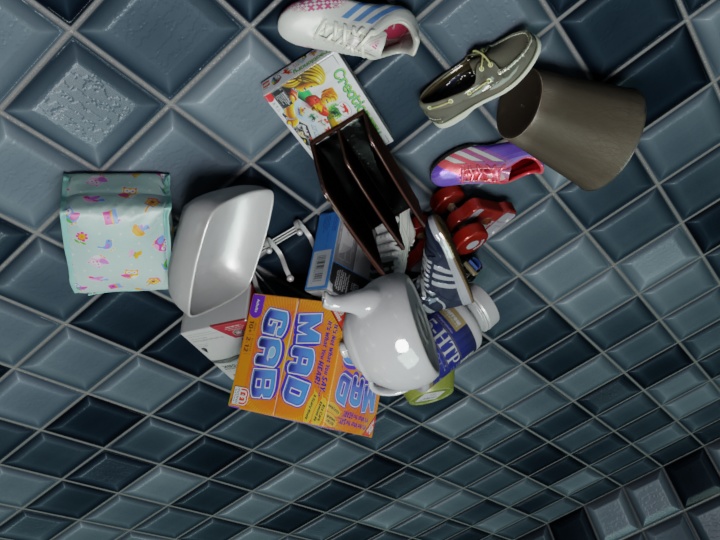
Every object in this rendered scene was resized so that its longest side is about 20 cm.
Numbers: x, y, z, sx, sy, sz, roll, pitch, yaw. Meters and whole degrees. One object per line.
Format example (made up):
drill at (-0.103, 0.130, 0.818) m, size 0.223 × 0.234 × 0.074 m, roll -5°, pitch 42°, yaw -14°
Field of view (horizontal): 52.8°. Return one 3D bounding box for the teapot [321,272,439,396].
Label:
teapot at (0.036, 0.111, 1.167) m, size 0.143 × 0.204 × 0.197 m, roll -20°, pitch 176°, yaw 12°

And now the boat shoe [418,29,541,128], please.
boat shoe at (0.177, -0.293, 1.091) m, size 0.200 × 0.073 × 0.060 m, roll -33°, pitch 143°, yaw 25°

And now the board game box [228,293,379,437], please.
board game box at (-0.085, 0.173, 1.307) m, size 0.196 × 0.205 × 0.199 m, roll 5°, pitch 166°, yaw 27°

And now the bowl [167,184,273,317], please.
bowl at (-0.230, -0.044, 1.155) m, size 0.199 × 0.074 × 0.203 m, roll -32°, pitch 145°, yaw -63°

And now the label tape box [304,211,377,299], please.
label tape box at (0.000, 0.000, 1.304) m, size 0.062 × 0.147 × 0.198 m, roll -7°, pitch 155°, yaw 42°

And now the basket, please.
basket at (0.329, -0.237, 1.167) m, size 0.196 × 0.137 × 0.183 m, roll 12°, pitch 120°, yaw -25°

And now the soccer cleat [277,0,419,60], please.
soccer cleat at (-0.011, -0.324, 0.976) m, size 0.195 × 0.087 × 0.071 m, roll -5°, pitch 140°, yaw -13°

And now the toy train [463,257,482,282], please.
toy train at (0.215, -0.003, 1.396) m, size 0.046 × 0.034 × 0.200 m, roll -44°, pitch 173°, yaw 9°

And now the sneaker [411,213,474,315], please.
sneaker at (0.118, 0.000, 1.230) m, size 0.106 × 0.071 × 0.202 m, roll -18°, pitch 131°, yaw 12°

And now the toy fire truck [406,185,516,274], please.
toy fire truck at (0.180, -0.061, 1.344) m, size 0.166 × 0.114 × 0.200 m, roll 5°, pitch 139°, yaw -48°

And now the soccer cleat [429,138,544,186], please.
soccer cleat at (0.217, -0.176, 1.239) m, size 0.196 × 0.074 × 0.069 m, roll -15°, pitch 141°, yaw -3°

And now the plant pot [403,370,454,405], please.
plant pot at (0.117, 0.158, 1.459) m, size 0.183 × 0.204 × 0.188 m, roll -13°, pitch 157°, yaw -6°

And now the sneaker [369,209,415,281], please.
sneaker at (0.063, -0.041, 1.268) m, size 0.080 × 0.205 × 0.074 m, roll 3°, pitch 177°, yaw -41°

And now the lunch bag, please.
lunch bag at (-0.378, -0.046, 1.143) m, size 0.166 × 0.123 × 0.203 m, roll -3°, pitch 133°, yaw -17°

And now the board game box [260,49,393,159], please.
board game box at (-0.046, -0.239, 1.103) m, size 0.125 × 0.035 × 0.200 m, roll -28°, pitch 139°, yaw 13°

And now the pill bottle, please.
pill bottle at (0.154, 0.117, 1.333) m, size 0.199 × 0.120 × 0.121 m, roll -37°, pitch 143°, yaw -14°

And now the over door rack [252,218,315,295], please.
over door rack at (-0.119, 0.007, 1.339) m, size 0.146 × 0.068 × 0.200 m, roll -27°, pitch 139°, yaw 14°

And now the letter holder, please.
letter holder at (0.019, -0.111, 1.111) m, size 0.099 × 0.144 × 0.201 m, roll -27°, pitch 131°, yaw 12°

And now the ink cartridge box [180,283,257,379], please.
ink cartridge box at (-0.230, 0.123, 1.397) m, size 0.144 × 0.084 × 0.201 m, roll -12°, pitch 143°, yaw 18°
